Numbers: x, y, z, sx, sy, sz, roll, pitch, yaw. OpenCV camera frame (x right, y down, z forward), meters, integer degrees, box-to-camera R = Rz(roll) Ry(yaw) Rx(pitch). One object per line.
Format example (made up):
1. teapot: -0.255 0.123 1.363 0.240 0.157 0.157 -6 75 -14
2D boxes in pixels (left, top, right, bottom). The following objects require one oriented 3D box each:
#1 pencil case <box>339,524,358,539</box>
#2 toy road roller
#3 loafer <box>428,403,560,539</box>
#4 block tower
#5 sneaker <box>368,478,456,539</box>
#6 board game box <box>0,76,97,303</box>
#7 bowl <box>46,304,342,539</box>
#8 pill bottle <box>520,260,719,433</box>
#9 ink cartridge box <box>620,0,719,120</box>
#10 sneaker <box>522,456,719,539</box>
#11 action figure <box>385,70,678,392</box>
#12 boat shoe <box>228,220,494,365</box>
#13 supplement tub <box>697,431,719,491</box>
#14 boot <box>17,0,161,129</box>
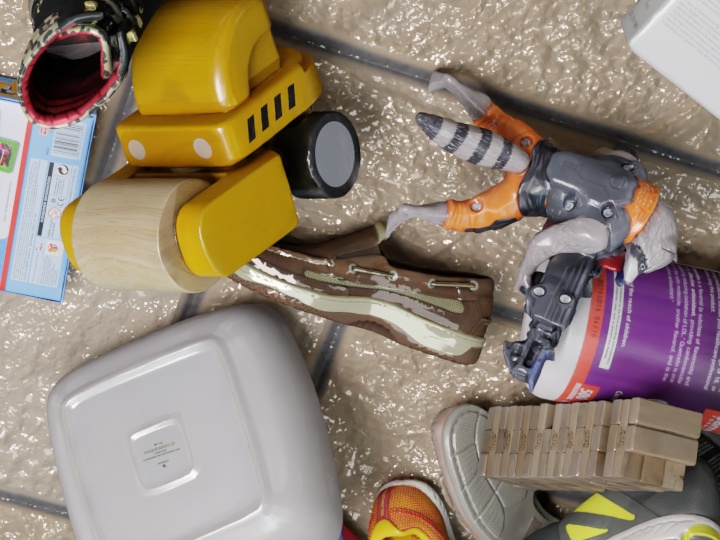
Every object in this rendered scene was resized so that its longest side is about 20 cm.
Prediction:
1. pencil case: -0.068 0.195 1.534 0.088 0.089 0.200 -30 116 16
2. toy road roller: -0.105 -0.088 1.299 0.122 0.200 0.147 1 120 38
3. loafer: 0.101 0.181 1.541 0.063 0.072 0.201 -1 132 49
4. block tower: 0.153 0.123 1.421 0.057 0.200 0.055 16 77 -24
5. sneaker: 0.065 0.250 1.568 0.073 0.077 0.200 -26 118 31
6. board game box: -0.289 -0.066 1.394 0.198 0.037 0.152 10 120 -9
7. bowl: -0.124 0.131 1.427 0.198 0.201 0.075 -21 164 11
8. pill bottle: 0.218 0.051 1.436 0.198 0.113 0.113 12 120 -8
9. ink cartridge box: 0.302 -0.162 1.351 0.199 0.044 0.174 35 114 -20
10. sneaker: 0.184 0.188 1.452 0.074 0.085 0.199 38 142 -29
11. action figure: 0.116 -0.032 1.338 0.192 0.201 0.105 16 151 3
12. boat shoe: -0.001 -0.001 1.433 0.201 0.075 0.075 19 96 -11
13. supplement tub: 0.292 0.216 1.475 0.122 0.200 0.123 -30 142 -27
14. boot: -0.137 -0.185 1.258 0.073 0.154 0.203 38 114 -22
